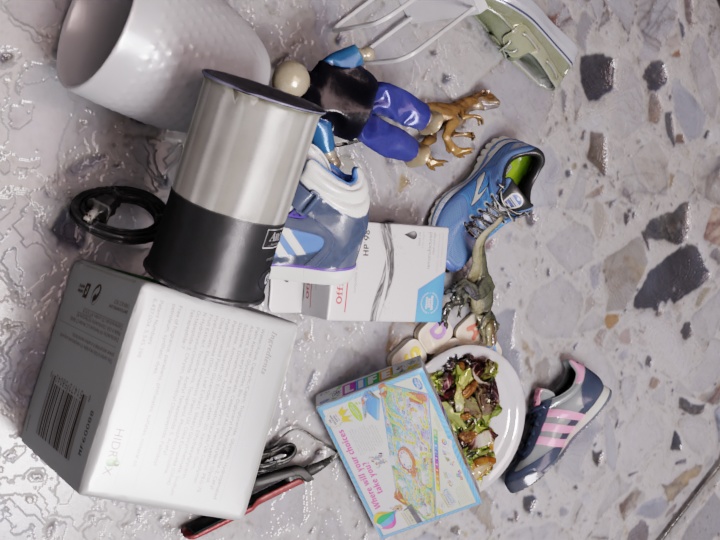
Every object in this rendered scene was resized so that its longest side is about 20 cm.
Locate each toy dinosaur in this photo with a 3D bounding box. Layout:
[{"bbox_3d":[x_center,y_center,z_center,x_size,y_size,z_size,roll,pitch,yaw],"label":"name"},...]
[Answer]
[{"bbox_3d":[0.135,0.025,1.279,0.088,0.047,0.200,-32,140,-26],"label":"toy dinosaur"},{"bbox_3d":[0.083,-0.180,1.260,0.200,0.060,0.106,-7,76,-37],"label":"toy dinosaur"}]

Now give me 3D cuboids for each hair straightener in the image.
[{"bbox_3d":[-0.116,0.229,1.181,0.200,0.041,0.077,-18,105,-24],"label":"hair straightener"}]

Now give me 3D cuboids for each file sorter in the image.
[{"bbox_3d":[0.014,-0.335,1.140,0.124,0.139,0.200,-40,115,-19],"label":"file sorter"}]

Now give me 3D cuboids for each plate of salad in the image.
[{"bbox_3d":[0.134,0.194,1.315,0.200,0.048,0.201,-5,100,-29],"label":"plate of salad"}]

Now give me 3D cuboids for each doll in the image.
[{"bbox_3d":[-0.007,-0.171,1.126,0.200,0.048,0.137,21,91,-32],"label":"doll"}]

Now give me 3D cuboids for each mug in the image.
[{"bbox_3d":[-0.180,-0.236,1.034,0.175,0.147,0.201,21,65,-39],"label":"mug"}]

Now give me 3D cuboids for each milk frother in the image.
[{"bbox_3d":[-0.156,-0.094,0.969,0.200,0.181,0.189,18,102,-9],"label":"milk frother"}]

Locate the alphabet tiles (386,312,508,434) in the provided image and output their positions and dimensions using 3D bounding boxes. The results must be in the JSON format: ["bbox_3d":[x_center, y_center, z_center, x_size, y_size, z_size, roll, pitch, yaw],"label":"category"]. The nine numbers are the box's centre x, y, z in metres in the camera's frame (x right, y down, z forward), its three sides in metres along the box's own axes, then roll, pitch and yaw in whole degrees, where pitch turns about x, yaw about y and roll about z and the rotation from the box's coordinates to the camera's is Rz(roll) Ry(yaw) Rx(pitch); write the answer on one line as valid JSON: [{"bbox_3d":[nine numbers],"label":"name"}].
[{"bbox_3d":[0.113,0.156,1.334,0.196,0.015,0.200,-42,115,-22],"label":"alphabet tiles"}]

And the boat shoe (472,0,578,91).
[{"bbox_3d":[0.197,-0.291,1.300,0.200,0.072,0.062,26,79,-34],"label":"boat shoe"}]

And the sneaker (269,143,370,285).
[{"bbox_3d":[-0.089,-0.068,1.100,0.199,0.081,0.147,7,110,-6],"label":"sneaker"}]

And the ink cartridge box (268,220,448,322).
[{"bbox_3d":[0.000,0.000,1.212,0.200,0.067,0.116,2,94,-32],"label":"ink cartridge box"}]

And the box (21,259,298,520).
[{"bbox_3d":[-0.198,0.112,1.023,0.171,0.199,0.201,19,86,-33],"label":"box"}]

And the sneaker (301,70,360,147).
[{"bbox_3d":[-0.075,-0.171,1.150,0.200,0.076,0.088,-16,98,-38],"label":"sneaker"}]

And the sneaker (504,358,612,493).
[{"bbox_3d":[0.246,0.205,1.404,0.082,0.070,0.200,46,71,-5],"label":"sneaker"}]

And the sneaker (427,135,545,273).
[{"bbox_3d":[0.156,-0.083,1.288,0.079,0.089,0.200,41,76,-29],"label":"sneaker"}]

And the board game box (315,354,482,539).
[{"bbox_3d":[0.047,0.213,1.248,0.134,0.034,0.200,-21,111,7],"label":"board game box"}]
